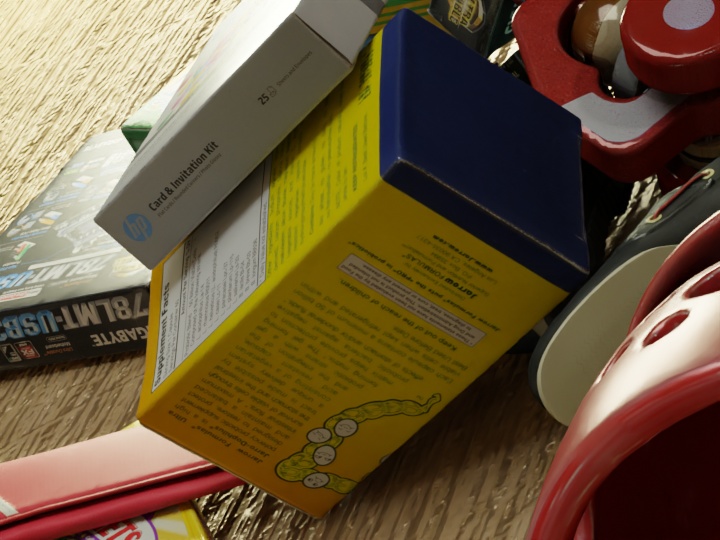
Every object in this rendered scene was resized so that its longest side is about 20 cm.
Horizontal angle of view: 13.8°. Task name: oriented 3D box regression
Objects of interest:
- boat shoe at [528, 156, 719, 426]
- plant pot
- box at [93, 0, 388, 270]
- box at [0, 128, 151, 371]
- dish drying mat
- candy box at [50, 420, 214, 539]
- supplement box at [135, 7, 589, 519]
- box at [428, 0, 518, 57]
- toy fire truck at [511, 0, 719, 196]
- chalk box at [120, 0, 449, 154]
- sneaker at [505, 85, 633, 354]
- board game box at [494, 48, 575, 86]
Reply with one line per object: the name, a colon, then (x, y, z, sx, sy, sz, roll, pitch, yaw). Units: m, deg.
boat shoe: (0.149, 0.003, 1.301, 0.201, 0.074, 0.063, -37, 20, -20)
plant pot: (0.165, 0.078, 0.980, 0.200, 0.201, 0.183, -22, 15, 24)
box: (-0.039, -0.106, 1.411, 0.156, 0.041, 0.200, -43, 11, 33)
box: (-0.134, -0.023, 1.748, 0.199, 0.050, 0.199, -11, 31, 40)
dish drying mat: (-0.121, 0.099, 1.460, 0.199, 0.018, 0.077, -17, 24, 24)
candy box: (-0.123, 0.139, 1.439, 0.102, 0.027, 0.200, -30, 23, -3)
supplement box: (0.000, 0.000, 1.346, 0.200, 0.109, 0.109, -43, 28, 33)
box: (0.134, -0.224, 1.524, 0.198, 0.050, 0.200, -37, -20, -29)
toy fire truck: (0.160, -0.129, 1.427, 0.200, 0.112, 0.168, -38, 47, -15)
chalk box: (-0.036, -0.063, 1.604, 0.200, 0.124, 0.125, -43, 24, -24)
sneaker: (0.080, -0.029, 1.455, 0.082, 0.070, 0.200, -18, 25, 27)
board game box: (0.133, -0.132, 1.557, 0.200, 0.028, 0.135, -36, -2, -25)
